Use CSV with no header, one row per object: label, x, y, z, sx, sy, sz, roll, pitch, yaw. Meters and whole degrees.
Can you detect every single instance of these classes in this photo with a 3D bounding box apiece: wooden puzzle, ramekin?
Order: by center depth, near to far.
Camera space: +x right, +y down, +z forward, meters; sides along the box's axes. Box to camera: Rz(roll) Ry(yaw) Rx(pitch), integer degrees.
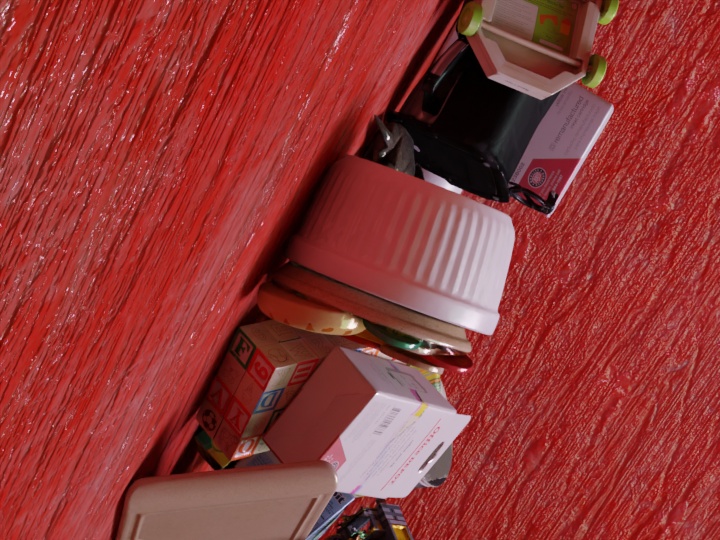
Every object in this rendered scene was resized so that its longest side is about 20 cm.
ramekin,0.042,-0.026,1.435,0.200,0.199,0.106,0,110,-86
wooden puzzle,-0.126,0.220,1.445,0.200,0.183,0.037,111,-29,-57

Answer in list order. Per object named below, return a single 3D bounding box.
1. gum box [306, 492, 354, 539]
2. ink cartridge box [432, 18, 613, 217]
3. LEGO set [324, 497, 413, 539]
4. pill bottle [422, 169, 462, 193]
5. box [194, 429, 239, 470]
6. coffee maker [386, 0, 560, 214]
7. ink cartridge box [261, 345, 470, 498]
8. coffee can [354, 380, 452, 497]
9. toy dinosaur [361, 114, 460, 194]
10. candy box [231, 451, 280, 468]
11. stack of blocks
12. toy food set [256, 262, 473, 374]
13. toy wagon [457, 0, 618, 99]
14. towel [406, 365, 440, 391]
gum box,-0.107,0.295,1.642,0.200,0.045,0.170,-37,170,-22
ink cartridge box,0.162,-0.171,1.815,0.146,0.199,0.083,-60,173,8
LEGO set,-0.032,0.301,1.614,0.153,0.116,0.200,8,134,-38
pill bottle,0.029,-0.027,1.810,0.201,0.112,0.112,-59,176,2
box,-0.100,0.145,1.653,0.200,0.048,0.117,-44,173,-13
coffee maker,0.154,-0.181,1.667,0.201,0.191,0.135,-58,180,-14
ink cartridge box,0.011,0.148,1.535,0.117,0.068,0.200,-50,149,11
coffee can,-0.017,0.176,1.770,0.146,0.199,0.148,-12,90,-67
toy dinosaur,0.026,-0.100,1.627,0.103,0.076,0.201,-61,145,-30
candy box,-0.141,0.253,1.642,0.200,0.061,0.136,-41,173,-3
stack of blocks,-0.047,0.100,1.530,0.199,0.059,0.116,-10,136,-46
toy food set,0.008,0.044,1.433,0.200,0.197,0.049,-8,118,-88
toy wagon,0.178,-0.272,1.591,0.040,0.154,0.202,-21,-127,64
towel,0.067,0.075,1.679,0.086,0.018,0.202,-21,111,-68
